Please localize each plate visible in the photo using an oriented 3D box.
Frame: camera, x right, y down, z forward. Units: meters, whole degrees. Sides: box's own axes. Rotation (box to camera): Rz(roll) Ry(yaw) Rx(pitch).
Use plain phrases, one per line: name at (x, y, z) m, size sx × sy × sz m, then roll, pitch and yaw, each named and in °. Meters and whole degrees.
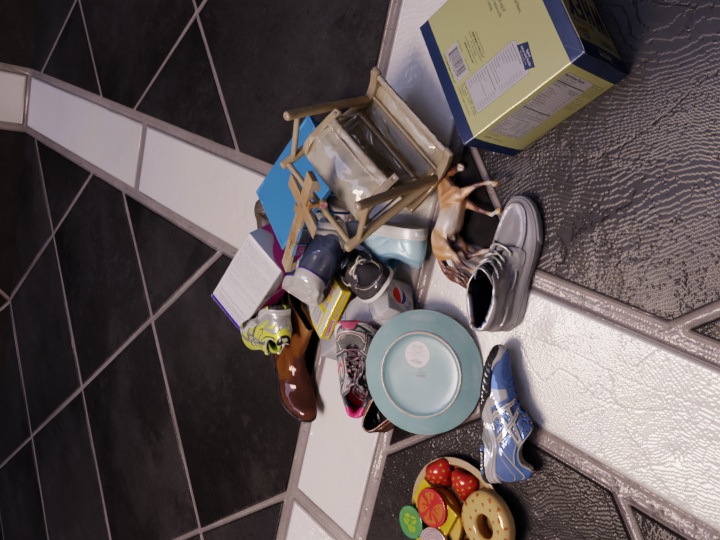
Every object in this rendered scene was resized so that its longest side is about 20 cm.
plate at (0.099, 0.166, 1.036) m, size 0.195 × 0.026 × 0.207 m, roll 1°, pitch 94°, yaw 18°

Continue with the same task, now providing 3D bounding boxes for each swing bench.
swing bench at (0.006, -0.179, 1.020) m, size 0.200 × 0.198 × 0.131 m, roll 51°, pitch 155°, yaw 17°

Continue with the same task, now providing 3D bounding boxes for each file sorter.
file sorter at (-0.079, -0.156, 1.201) m, size 0.200 × 0.121 × 0.141 m, roll -47°, pitch 60°, yaw 34°

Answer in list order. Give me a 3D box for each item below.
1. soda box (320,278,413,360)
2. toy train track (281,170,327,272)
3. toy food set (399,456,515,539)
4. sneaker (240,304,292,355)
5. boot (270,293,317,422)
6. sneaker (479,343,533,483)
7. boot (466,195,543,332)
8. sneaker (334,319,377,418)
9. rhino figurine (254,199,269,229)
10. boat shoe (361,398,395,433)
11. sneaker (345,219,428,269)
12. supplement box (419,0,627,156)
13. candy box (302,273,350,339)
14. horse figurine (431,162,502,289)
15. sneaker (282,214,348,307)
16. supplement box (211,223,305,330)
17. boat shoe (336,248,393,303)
soda box at (0.008, 0.091, 1.147) m, size 0.199 × 0.062 × 0.070 m, roll -38°, pitch 44°, yaw 39°
toy train track at (-0.089, -0.073, 1.017) m, size 0.116 × 0.032 × 0.202 m, roll 63°, pitch 147°, yaw 32°
toy food set at (0.153, 0.405, 1.030) m, size 0.199 × 0.048 × 0.202 m, roll 39°, pitch 117°, yaw 37°
sneaker at (-0.185, 0.129, 1.246) m, size 0.200 × 0.073 × 0.079 m, roll 137°, pitch 127°, yaw -60°
boot at (-0.112, 0.170, 1.253) m, size 0.202 × 0.067 × 0.191 m, roll 114°, pitch 144°, yaw -44°
sneaker at (0.218, 0.212, 0.957) m, size 0.075 × 0.075 × 0.206 m, roll -2°, pitch 90°, yaw 22°
boot at (0.206, -0.008, 0.935) m, size 0.072 × 0.094 × 0.206 m, roll 12°, pitch 99°, yaw 43°
sneaker at (-0.004, 0.168, 1.110) m, size 0.078 × 0.075 × 0.204 m, roll 1°, pitch 128°, yaw 14°
rhino figurine at (-0.181, -0.062, 1.349) m, size 0.086 × 0.059 × 0.206 m, roll -1°, pitch 96°, yaw 43°
boat shoe at (0.069, 0.205, 1.097) m, size 0.070 × 0.069 × 0.203 m, roll 46°, pitch 120°, yaw 32°
sneaker at (0.034, -0.043, 1.126) m, size 0.198 × 0.073 × 0.085 m, roll 13°, pitch 103°, yaw 49°
supplement box at (0.219, -0.305, 0.890) m, size 0.198 × 0.132 × 0.205 m, roll -32°, pitch 69°, yaw 40°
candy box at (-0.078, 0.032, 1.223) m, size 0.104 × 0.026 × 0.201 m, roll -62°, pitch 31°, yaw 19°
horse figurine at (0.157, -0.069, 1.016) m, size 0.131 × 0.049 × 0.206 m, roll 15°, pitch 101°, yaw 43°
sneaker at (-0.069, -0.023, 1.144) m, size 0.149 × 0.079 × 0.200 m, roll -61°, pitch 5°, yaw -15°
supplement box at (-0.200, 0.009, 1.286) m, size 0.104 × 0.101 × 0.201 m, roll 46°, pitch 129°, yaw 10°
boat shoe at (0.000, 0.000, 1.107) m, size 0.074 × 0.060 × 0.200 m, roll -48°, pitch 18°, yaw 0°
